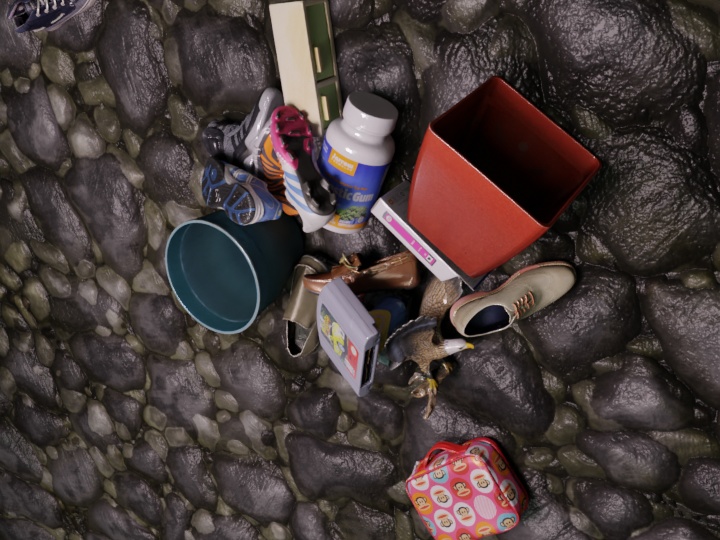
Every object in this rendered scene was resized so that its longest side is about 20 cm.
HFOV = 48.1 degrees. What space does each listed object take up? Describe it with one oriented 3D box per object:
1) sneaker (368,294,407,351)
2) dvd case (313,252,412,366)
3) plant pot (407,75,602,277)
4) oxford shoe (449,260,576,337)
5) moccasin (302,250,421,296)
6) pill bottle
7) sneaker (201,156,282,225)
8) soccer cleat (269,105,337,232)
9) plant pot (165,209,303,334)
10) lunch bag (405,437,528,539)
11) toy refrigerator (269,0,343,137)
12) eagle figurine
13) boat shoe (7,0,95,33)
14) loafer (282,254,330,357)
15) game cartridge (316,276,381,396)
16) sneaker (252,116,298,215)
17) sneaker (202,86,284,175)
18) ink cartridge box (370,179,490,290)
[{"bbox_3d":[0.030,0.101,1.360,0.076,0.105,0.200,53,158,4],"label":"sneaker"},{"bbox_3d":[-0.009,0.071,1.423,0.198,0.022,0.148,23,122,20],"label":"dvd case"},{"bbox_3d":[0.179,-0.113,1.122,0.200,0.200,0.177,41,138,9],"label":"plant pot"},{"bbox_3d":[0.231,0.050,1.185,0.198,0.074,0.071,-27,109,5],"label":"oxford shoe"},{"bbox_3d":[0.000,0.000,1.330,0.198,0.074,0.079,-7,103,19],"label":"moccasin"},{"bbox_3d":[-0.011,-0.168,1.255,0.111,0.112,0.202,32,126,15],"label":"pill bottle"},{"bbox_3d":[-0.200,-0.127,1.326,0.200,0.076,0.077,43,121,42],"label":"sneaker"},{"bbox_3d":[-0.098,-0.151,1.226,0.086,0.069,0.202,-49,57,53],"label":"soccer cleat"},{"bbox_3d":[-0.199,-0.022,1.393,0.198,0.188,0.203,14,120,27],"label":"plant pot"},{"bbox_3d":[0.176,0.380,1.412,0.199,0.082,0.177,-31,93,38],"label":"lunch bag"},{"bbox_3d":[-0.078,-0.315,1.252,0.069,0.076,0.203,5,114,30],"label":"toy refrigerator"},{"bbox_3d":[0.109,0.105,1.293,0.149,0.152,0.202,-20,123,-2],"label":"eagle figurine"},{"bbox_3d":[-0.556,-0.488,1.460,0.199,0.093,0.075,-25,98,38],"label":"boat shoe"},{"bbox_3d":[-0.094,0.070,1.419,0.074,0.070,0.203,17,120,25],"label":"loafer"},{"bbox_3d":[-0.022,0.105,1.288,0.134,0.040,0.201,55,158,28],"label":"game cartridge"},{"bbox_3d":[-0.117,-0.168,1.335,0.111,0.078,0.201,31,151,8],"label":"sneaker"},{"bbox_3d":[-0.204,-0.238,1.365,0.113,0.075,0.201,34,128,11],"label":"sneaker"},{"bbox_3d":[0.113,-0.049,1.243,0.200,0.095,0.037,43,128,7],"label":"ink cartridge box"}]
